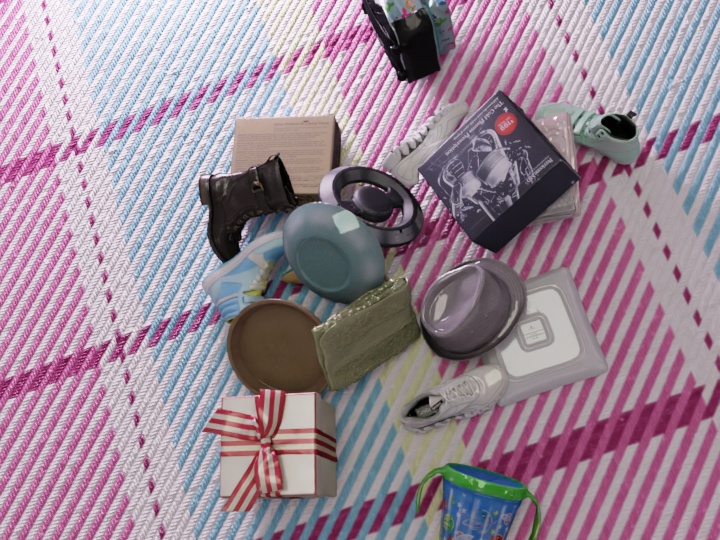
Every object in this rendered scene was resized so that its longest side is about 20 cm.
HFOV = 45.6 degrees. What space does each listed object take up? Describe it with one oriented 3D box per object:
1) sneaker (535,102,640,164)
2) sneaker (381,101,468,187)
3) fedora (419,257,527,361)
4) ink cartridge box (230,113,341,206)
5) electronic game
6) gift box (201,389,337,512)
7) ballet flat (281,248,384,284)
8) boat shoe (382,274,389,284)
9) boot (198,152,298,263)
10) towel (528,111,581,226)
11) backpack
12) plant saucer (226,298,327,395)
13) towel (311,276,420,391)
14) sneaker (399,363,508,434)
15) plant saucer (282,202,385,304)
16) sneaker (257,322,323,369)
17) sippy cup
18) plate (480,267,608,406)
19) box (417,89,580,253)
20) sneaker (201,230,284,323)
[{"bbox_3d":[0.404,-0.266,1.518,0.200,0.118,0.074,27,82,19],"label":"sneaker"},{"bbox_3d":[0.132,-0.233,1.580,0.200,0.075,0.081,-43,86,-12],"label":"sneaker"},{"bbox_3d":[0.176,0.054,1.459,0.200,0.090,0.177,-44,54,6],"label":"fedora"},{"bbox_3d":[-0.142,-0.206,1.631,0.199,0.075,0.165,1,72,13],"label":"ink cartridge box"},{"bbox_3d":[0.020,-0.117,1.538,0.199,0.042,0.200,14,43,-14],"label":"electronic game"},{"bbox_3d":[-0.148,0.303,1.422,0.199,0.187,0.185,-9,72,7],"label":"gift box"},{"bbox_3d":[-0.047,-0.012,1.562,0.200,0.069,0.063,-29,84,3],"label":"ballet flat"},{"bbox_3d":[0.000,0.000,1.514,0.200,0.073,0.063,56,48,-12],"label":"boat shoe"},{"bbox_3d":[-0.195,-0.106,1.563,0.174,0.069,0.201,-6,112,16],"label":"boot"},{"bbox_3d":[0.285,-0.170,1.523,0.200,0.032,0.192,-12,72,29],"label":"towel"},{"bbox_3d":[0.085,-0.481,1.617,0.150,0.178,0.200,-30,60,-2],"label":"backpack"},{"bbox_3d":[-0.137,0.140,1.495,0.199,0.029,0.201,5,109,14],"label":"plant saucer"},{"bbox_3d":[0.014,0.109,1.455,0.200,0.149,0.036,-31,39,-21],"label":"towel"},{"bbox_3d":[0.155,0.215,1.437,0.200,0.081,0.075,-28,68,7],"label":"sneaker"},{"bbox_3d":[-0.056,-0.019,1.462,0.201,0.201,0.039,23,40,17],"label":"plant saucer"},{"bbox_3d":[-0.106,0.134,1.527,0.199,0.077,0.085,2,88,16],"label":"sneaker"},{"bbox_3d":[0.185,0.389,1.367,0.178,0.139,0.131,12,86,40],"label":"sippy cup"},{"bbox_3d":[0.297,0.109,1.473,0.199,0.032,0.200,-19,70,6],"label":"plate"},{"bbox_3d":[0.236,-0.168,1.472,0.200,0.104,0.182,-44,60,17],"label":"box"},{"bbox_3d":[-0.184,0.025,1.564,0.200,0.080,0.131,-35,68,15],"label":"sneaker"}]
